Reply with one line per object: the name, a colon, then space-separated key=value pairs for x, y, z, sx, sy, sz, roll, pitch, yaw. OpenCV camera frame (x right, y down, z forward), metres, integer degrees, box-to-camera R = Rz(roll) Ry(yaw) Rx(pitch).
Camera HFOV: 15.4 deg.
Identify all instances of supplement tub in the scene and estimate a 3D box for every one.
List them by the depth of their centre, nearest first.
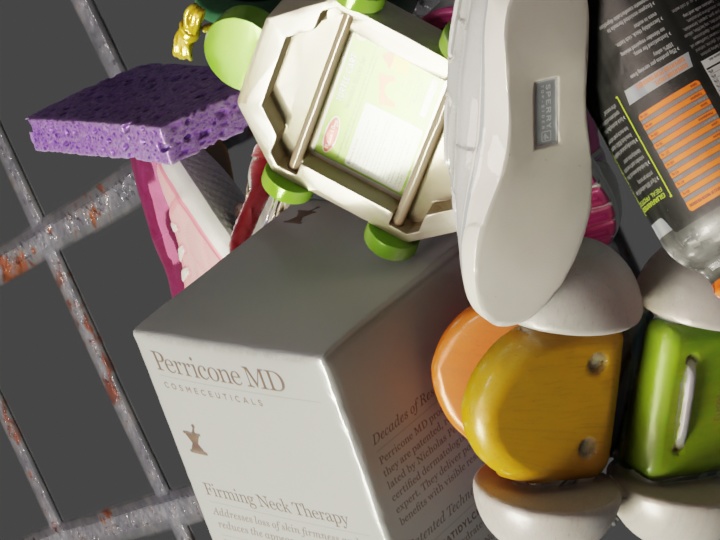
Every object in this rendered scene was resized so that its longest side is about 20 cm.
supplement tub: x=0.183 y=-0.088 z=1.364 sx=0.201 sy=0.122 sz=0.122 roll=62 pitch=150 yaw=5

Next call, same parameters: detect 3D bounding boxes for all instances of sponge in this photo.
sponge: x=-0.142 y=-0.112 z=1.867 sx=0.199 sy=0.111 sz=0.030 roll=9 pitch=121 yaw=55

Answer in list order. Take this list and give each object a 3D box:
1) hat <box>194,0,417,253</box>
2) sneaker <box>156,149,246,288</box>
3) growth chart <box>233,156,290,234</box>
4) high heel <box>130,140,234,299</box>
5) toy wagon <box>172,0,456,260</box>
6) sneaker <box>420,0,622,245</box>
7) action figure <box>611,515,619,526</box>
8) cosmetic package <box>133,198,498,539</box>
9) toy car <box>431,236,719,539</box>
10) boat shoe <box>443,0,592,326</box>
hat: x=0.002 y=-0.122 z=1.608 sx=0.199 sy=0.166 sz=0.177 roll=-2 pitch=125 yaw=38
sneaker: x=-0.108 y=0.012 z=1.883 sx=0.104 sy=0.075 sz=0.201 roll=-31 pitch=98 yaw=19
growth chart: x=-0.051 y=-0.068 z=1.743 sx=0.145 sy=0.018 sz=0.201 roll=-93 pitch=22 yaw=-51
high heel: x=-0.132 y=-0.012 z=1.965 sx=0.096 sy=0.067 sz=0.201 roll=18 pitch=124 yaw=47
toy wagon: x=-0.010 y=-0.099 z=1.488 sx=0.199 sy=0.040 sz=0.156 roll=28 pitch=130 yaw=7
sneaker: x=0.103 y=-0.096 z=1.536 sx=0.081 sy=0.089 sz=0.201 roll=-5 pitch=131 yaw=30
action figure: x=0.124 y=0.142 z=1.694 sx=0.118 sy=0.054 sz=0.201 roll=48 pitch=150 yaw=29
cosmetic package: x=0.000 y=0.085 z=1.595 sx=0.167 sy=0.166 sz=0.201 roll=7 pitch=125 yaw=44
toy car: x=0.135 y=0.058 z=1.496 sx=0.150 sy=0.199 sz=0.176 roll=-139 pitch=52 yaw=-62
boat shoe: x=0.071 y=-0.071 z=1.360 sx=0.068 sy=0.072 sz=0.201 roll=40 pitch=141 yaw=51
